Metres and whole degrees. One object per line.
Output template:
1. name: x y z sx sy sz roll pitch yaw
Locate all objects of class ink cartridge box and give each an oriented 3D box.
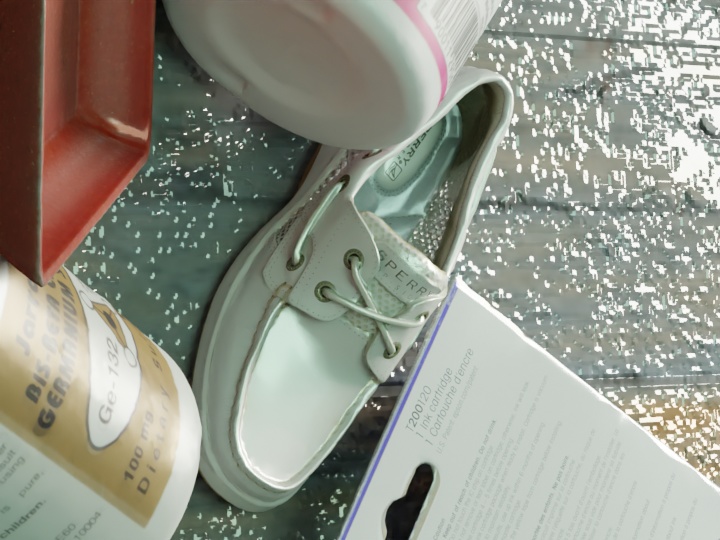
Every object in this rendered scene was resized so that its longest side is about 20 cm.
1. ink cartridge box: 0.058 0.136 1.020 0.200 0.043 0.198 38 64 -29

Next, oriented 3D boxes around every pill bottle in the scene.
1. pill bottle: 0.019 -0.156 0.972 0.113 0.113 0.200 44 61 -24
2. pill bottle: -0.147 0.028 0.804 0.200 0.114 0.115 44 60 -48

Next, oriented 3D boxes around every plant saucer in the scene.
1. plant saucer: -0.097 -0.115 0.809 0.037 0.200 0.200 4 104 3

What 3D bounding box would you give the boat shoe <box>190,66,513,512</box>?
1. boat shoe: 0.000 0.000 0.977 0.071 0.069 0.200 37 66 -30
